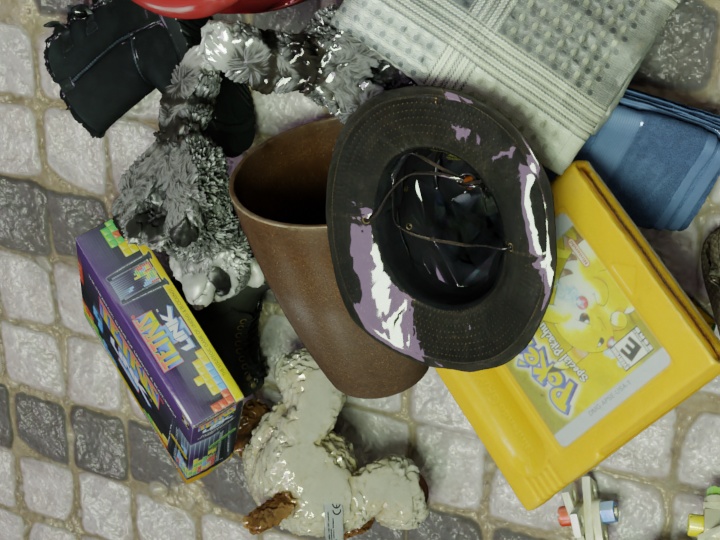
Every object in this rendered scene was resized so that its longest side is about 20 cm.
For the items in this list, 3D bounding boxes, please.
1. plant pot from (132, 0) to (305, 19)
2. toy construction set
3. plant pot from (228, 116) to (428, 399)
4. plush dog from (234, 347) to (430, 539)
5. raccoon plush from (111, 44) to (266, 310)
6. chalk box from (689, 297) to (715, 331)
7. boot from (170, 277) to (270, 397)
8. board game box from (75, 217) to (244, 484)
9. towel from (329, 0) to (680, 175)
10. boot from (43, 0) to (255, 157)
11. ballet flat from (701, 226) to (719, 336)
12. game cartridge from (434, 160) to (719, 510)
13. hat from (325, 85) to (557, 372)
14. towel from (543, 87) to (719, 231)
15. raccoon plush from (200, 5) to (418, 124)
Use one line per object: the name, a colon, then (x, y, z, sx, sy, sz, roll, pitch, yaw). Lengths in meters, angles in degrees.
plant pot: (-0.109, -0.293, 0.949, 0.198, 0.182, 0.203, 12, 117, 24)
toy construction set: (0.258, 0.234, 1.019, 0.198, 0.093, 0.132, -1, 134, 36)
plant pot: (0.000, 0.000, 1.026, 0.185, 0.187, 0.202, 7, 126, 25)
plush dog: (-0.054, 0.195, 1.144, 0.200, 0.160, 0.172, 49, 160, 1)
raccoon plush: (-0.116, -0.069, 1.029, 0.096, 0.134, 0.202, 23, 86, 38)
chalk box: (0.164, 0.083, 0.988, 0.124, 0.124, 0.200, 44, 123, 5)
boot: (-0.103, 0.052, 1.157, 0.199, 0.077, 0.139, -18, 105, 46)
board game box: (-0.181, 0.073, 1.092, 0.201, 0.056, 0.166, 55, 159, 17)
towel: (0.111, -0.192, 0.830, 0.199, 0.035, 0.194, 34, 103, -2)
boot: (-0.196, -0.169, 1.110, 0.161, 0.073, 0.200, -25, 91, 31)
ballet flat: (0.309, 0.061, 0.948, 0.067, 0.046, 0.202, -13, 103, 32)
game cartridge: (0.142, 0.051, 0.888, 0.200, 0.032, 0.177, -45, 69, 33)
hat: (0.066, -0.035, 0.861, 0.198, 0.081, 0.203, 11, 112, 28)
towel: (0.171, -0.096, 0.916, 0.198, 0.049, 0.112, 16, 139, -5)
raccoon plush: (-0.017, -0.182, 0.935, 0.198, 0.134, 0.097, 21, 114, -14)
